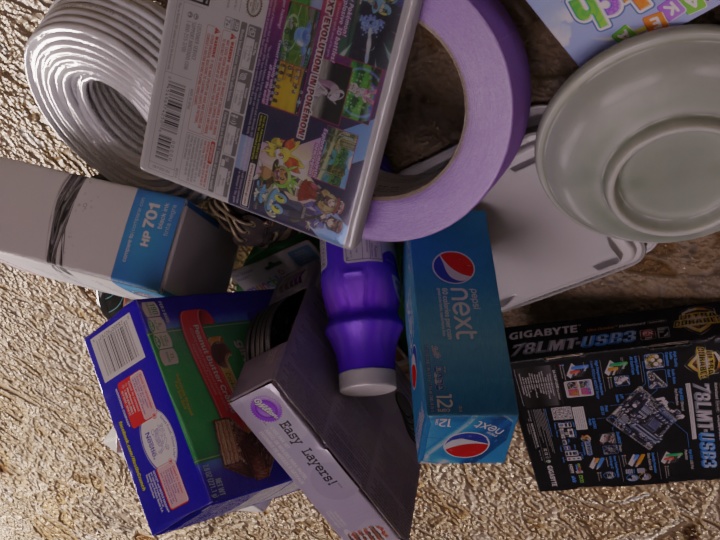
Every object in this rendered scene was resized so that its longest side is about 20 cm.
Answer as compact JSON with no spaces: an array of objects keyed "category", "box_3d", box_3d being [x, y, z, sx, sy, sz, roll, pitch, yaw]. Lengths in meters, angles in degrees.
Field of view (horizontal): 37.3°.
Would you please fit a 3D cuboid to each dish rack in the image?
[{"category":"dish rack","box_3d":[0.130,-0.037,0.896,0.199,0.044,0.172,-24,119,41]}]

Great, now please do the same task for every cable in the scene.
[{"category":"cable","box_3d":[-0.186,-0.142,0.885,0.200,0.069,0.200,43,150,-9]}]

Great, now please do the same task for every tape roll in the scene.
[{"category":"tape roll","box_3d":[0.021,-0.126,0.779,0.198,0.066,0.202,8,111,20]},{"category":"tape roll","box_3d":[-0.023,0.033,1.046,0.198,0.048,0.202,14,138,13]}]

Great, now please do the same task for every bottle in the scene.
[{"category":"bottle","box_3d":[0.000,0.000,0.878,0.064,0.202,0.084,-6,162,8]}]

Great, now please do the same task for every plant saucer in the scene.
[{"category":"plant saucer","box_3d":[0.224,-0.078,0.755,0.197,0.051,0.201,2,138,2]}]

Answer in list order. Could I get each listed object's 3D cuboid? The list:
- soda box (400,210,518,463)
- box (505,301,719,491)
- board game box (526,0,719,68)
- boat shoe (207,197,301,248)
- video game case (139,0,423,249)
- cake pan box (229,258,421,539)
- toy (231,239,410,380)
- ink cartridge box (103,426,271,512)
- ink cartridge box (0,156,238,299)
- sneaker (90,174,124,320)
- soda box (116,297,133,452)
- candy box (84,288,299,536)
[{"category":"soda box","box_3d":[0.072,0.046,0.819,0.067,0.202,0.065,1,139,-4]},{"category":"box","box_3d":[0.243,0.122,0.974,0.196,0.050,0.201,-9,132,15]},{"category":"board game box","box_3d":[0.149,-0.236,0.677,0.200,0.037,0.151,44,136,-21]},{"category":"boat shoe","box_3d":[-0.084,-0.052,0.893,0.075,0.073,0.200,53,178,11]},{"category":"video game case","box_3d":[-0.060,-0.138,0.754,0.181,0.023,0.202,21,112,15]},{"category":"cake pan box","box_3d":[-0.019,0.112,0.897,0.052,0.185,0.201,-28,114,22]},{"category":"toy","box_3d":[-0.033,0.070,1.016,0.114,0.047,0.200,-20,123,39]},{"category":"ink cartridge box","box_3d":[-0.155,0.156,1.132,0.144,0.148,0.200,39,155,-15]},{"category":"ink cartridge box","box_3d":[-0.225,-0.027,0.935,0.198,0.087,0.146,15,172,14]},{"category":"sneaker","box_3d":[-0.231,-0.006,1.091,0.078,0.076,0.201,9,138,15]},{"category":"soda box","box_3d":[-0.190,0.075,0.998,0.068,0.201,0.064,2,130,-10]},{"category":"candy box","box_3d":[-0.110,0.109,0.890,0.077,0.199,0.171,-30,76,29]}]
